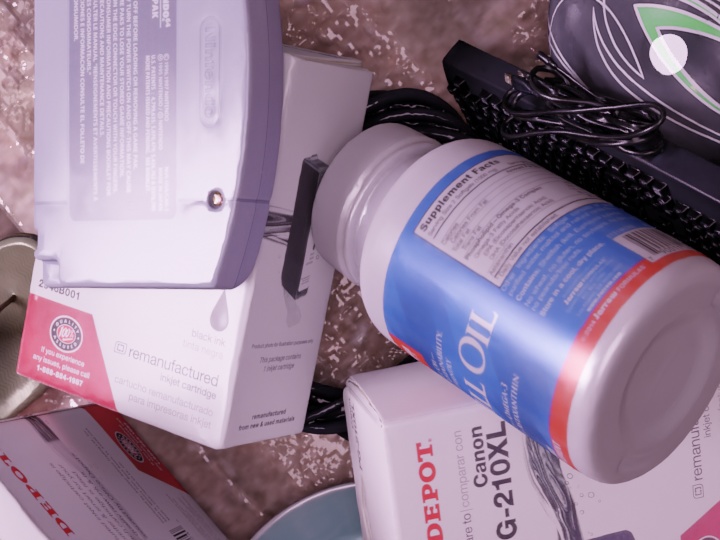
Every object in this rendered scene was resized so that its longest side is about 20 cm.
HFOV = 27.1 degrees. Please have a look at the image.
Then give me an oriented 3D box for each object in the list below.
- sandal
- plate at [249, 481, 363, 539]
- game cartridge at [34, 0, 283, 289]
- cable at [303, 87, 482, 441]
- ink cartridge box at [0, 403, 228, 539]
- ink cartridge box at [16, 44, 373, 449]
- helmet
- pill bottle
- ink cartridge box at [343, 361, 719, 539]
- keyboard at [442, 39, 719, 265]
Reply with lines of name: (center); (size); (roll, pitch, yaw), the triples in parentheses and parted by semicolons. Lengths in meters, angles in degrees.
sandal: (-0.231, 0.068, 0.846); (0.080, 0.057, 0.201); (42, 97, -3)
plate: (0.012, 0.218, 0.870); (0.197, 0.026, 0.203); (0, 98, 4)
game cartridge: (-0.100, -0.092, 0.728); (0.132, 0.040, 0.203); (1, 91, 33)
cable: (0.000, 0.000, 0.830); (0.163, 0.051, 0.200); (42, 98, -3)
ink cartridge box: (-0.147, 0.153, 0.770); (0.083, 0.200, 0.147); (-43, 81, 7)
ink cartridge box: (-0.089, -0.026, 0.790); (0.143, 0.083, 0.203); (15, 98, 28)
helmet: (0.190, -0.116, 0.746); (0.189, 0.200, 0.201); (31, 98, -19)
pill bottle: (0.070, 0.005, 0.714); (0.199, 0.112, 0.113); (33, 100, 39)
ink cartridge box: (0.101, 0.116, 0.793); (0.197, 0.084, 0.147); (-11, 105, -10)
keyboard: (0.101, -0.053, 0.719); (0.040, 0.199, 0.105); (-43, 136, -15)
